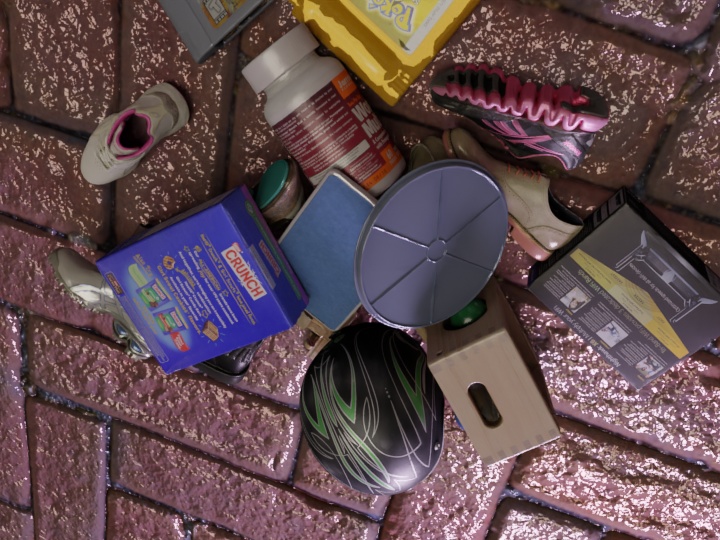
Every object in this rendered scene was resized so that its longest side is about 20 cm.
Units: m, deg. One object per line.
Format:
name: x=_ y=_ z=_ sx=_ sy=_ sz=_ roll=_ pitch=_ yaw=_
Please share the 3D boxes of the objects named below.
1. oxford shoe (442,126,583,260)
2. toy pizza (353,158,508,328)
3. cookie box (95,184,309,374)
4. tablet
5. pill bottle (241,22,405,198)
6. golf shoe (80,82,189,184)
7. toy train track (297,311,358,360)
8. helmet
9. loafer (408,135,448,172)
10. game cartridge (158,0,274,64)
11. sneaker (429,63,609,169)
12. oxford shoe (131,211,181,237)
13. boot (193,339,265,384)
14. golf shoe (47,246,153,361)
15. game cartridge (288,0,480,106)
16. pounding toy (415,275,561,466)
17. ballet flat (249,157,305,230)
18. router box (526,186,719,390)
oxford shoe: x=0.176 y=-0.101 z=0.831 sx=0.199 sy=0.071 sz=0.073 roll=40 pitch=128 yaw=-19
toy pizza: x=0.076 y=-0.028 z=0.791 sx=0.197 sy=0.032 sz=0.203 roll=-14 pitch=123 yaw=-23
cookie box: x=-0.189 y=0.015 z=0.877 sx=0.197 sy=0.075 sz=0.173 roll=-20 pitch=110 yaw=23
tablet: x=-0.032 y=-0.018 z=0.859 sx=0.129 sy=0.014 sz=0.200 roll=37 pitch=130 yaw=-5
pill bottle: x=-0.043 y=-0.173 z=0.837 sx=0.109 sy=0.110 sz=0.201 roll=-28 pitch=107 yaw=28
golf shoe: x=-0.311 y=-0.168 z=0.935 sx=0.198 sy=0.092 sz=0.076 roll=-32 pitch=107 yaw=30
toy train track: x=-0.012 y=0.123 z=1.030 sx=0.199 sy=0.033 sz=0.115 roll=36 pitch=121 yaw=-5
helmet: x=0.015 y=0.182 z=0.931 sx=0.196 sy=0.192 sz=0.203 roll=4 pitch=121 yaw=6
loafer: x=0.071 y=-0.056 z=0.850 sx=0.067 sy=0.075 sz=0.204 roll=-1 pitch=95 yaw=-29
game cartridge: x=-0.154 y=-0.346 z=0.810 sx=0.198 sy=0.042 sz=0.134 roll=-30 pitch=100 yaw=31
sneaker: x=0.169 y=-0.165 z=0.806 sx=0.197 sy=0.080 sz=0.096 roll=18 pitch=138 yaw=11
oxford shoe: x=-0.307 y=-0.025 z=1.036 sx=0.198 sy=0.071 sz=0.074 roll=-19 pitch=78 yaw=32
boot: x=-0.226 y=0.061 z=1.033 sx=0.208 sy=0.080 sz=0.159 roll=24 pitch=129 yaw=-9
golf shoe: x=-0.330 y=0.024 z=0.988 sx=0.200 sy=0.078 sz=0.097 roll=43 pitch=101 yaw=-4
game cartridge: x=0.033 y=-0.312 z=0.786 sx=0.176 sy=0.033 sz=0.200 roll=40 pitch=120 yaw=-6
pounding toy: x=0.133 y=0.104 z=0.904 sx=0.140 sy=0.185 sz=0.202 roll=-27 pitch=108 yaw=15
ballet flat: x=-0.109 y=-0.085 z=0.906 sx=0.066 sy=0.069 sz=0.199 roll=21 pitch=158 yaw=-28
router box: x=0.324 y=0.026 z=0.863 sx=0.199 sy=0.052 sz=0.157 roll=41 pitch=121 yaw=-7
